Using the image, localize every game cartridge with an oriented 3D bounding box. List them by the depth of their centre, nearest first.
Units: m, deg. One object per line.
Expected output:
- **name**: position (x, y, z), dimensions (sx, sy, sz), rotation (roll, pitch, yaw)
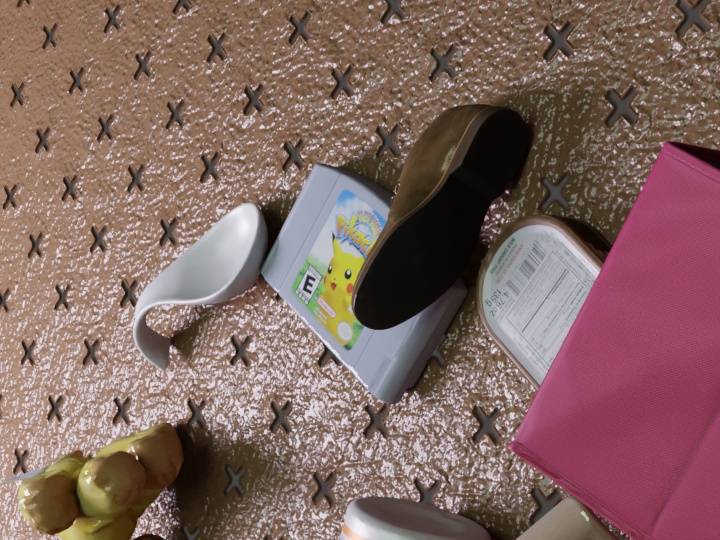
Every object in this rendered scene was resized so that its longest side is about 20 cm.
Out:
- **game cartridge**: position (0.000, 0.000, 1.189), dimensions (0.200, 0.040, 0.134), rotation (44, 110, 39)

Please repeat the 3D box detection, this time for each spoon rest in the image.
- **spoon rest**: position (-0.152, 0.014, 1.306), dimensions (0.200, 0.060, 0.100), rotation (-45, 31, 32)

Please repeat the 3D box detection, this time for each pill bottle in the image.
- **pill bottle**: position (0.024, 0.283, 1.067), dimensions (0.114, 0.114, 0.202), rotation (15, 95, 44)

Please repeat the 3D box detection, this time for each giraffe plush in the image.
- **giraffe plush**: position (-0.238, 0.252, 1.314), dimensions (0.199, 0.172, 0.163), rotation (-18, 93, 30)

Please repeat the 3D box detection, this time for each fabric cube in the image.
- **fabric cube**: position (0.243, 0.063, 0.811), dimensions (0.199, 0.196, 0.200), rotation (34, 107, 29)

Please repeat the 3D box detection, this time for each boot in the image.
- **boot**: position (0.051, -0.044, 1.107), dimensions (0.201, 0.074, 0.075), rotation (-55, 36, -6)

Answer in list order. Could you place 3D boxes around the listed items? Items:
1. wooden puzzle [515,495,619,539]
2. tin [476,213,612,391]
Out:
- **wooden puzzle**: position (0.155, 0.274, 0.958), dimensions (0.200, 0.037, 0.185), rotation (47, 118, 6)
- **tin**: position (0.159, 0.042, 1.028), dimensions (0.200, 0.042, 0.112), rotation (50, 122, 36)
